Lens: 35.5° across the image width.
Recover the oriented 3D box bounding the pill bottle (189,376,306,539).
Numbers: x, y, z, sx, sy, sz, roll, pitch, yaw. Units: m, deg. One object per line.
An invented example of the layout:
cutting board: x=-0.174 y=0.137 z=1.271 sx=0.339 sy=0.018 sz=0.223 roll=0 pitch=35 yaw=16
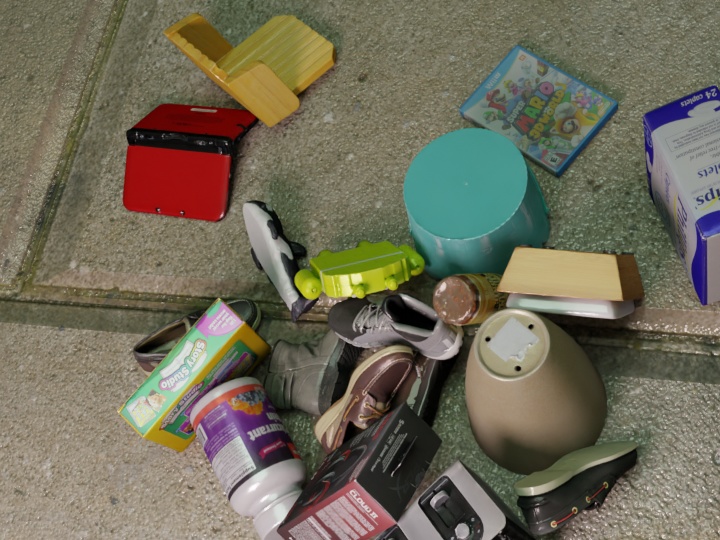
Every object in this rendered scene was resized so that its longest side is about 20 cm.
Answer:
pill bottle: x=-0.139 y=0.254 z=1.502 sx=0.110 sy=0.112 sz=0.202 roll=-32 pitch=67 yaw=0

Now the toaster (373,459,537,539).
toaster: x=0.112 y=0.340 z=1.340 sx=0.181 sy=0.200 sz=0.119 roll=-43 pitch=55 yaw=2

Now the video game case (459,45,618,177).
video game case: x=0.265 y=-0.242 z=1.687 sx=0.199 sy=0.018 sz=0.143 roll=37 pitch=80 yaw=31

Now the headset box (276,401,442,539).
headset box: x=0.005 y=0.261 z=1.381 sx=0.075 sy=0.200 sz=0.149 roll=44 pitch=43 yaw=-6

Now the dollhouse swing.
dollhouse swing: x=-0.170 y=-0.365 z=1.817 sx=0.176 sy=0.182 sz=0.200 roll=-49 pitch=53 yaw=0

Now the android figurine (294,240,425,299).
android figurine: x=0.000 y=0.000 z=1.562 sx=0.179 sy=0.042 sz=0.200 roll=-14 pitch=16 yaw=-12

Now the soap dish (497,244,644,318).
soap dish: x=0.275 y=0.012 z=1.441 sx=0.154 sy=0.199 sz=0.083 roll=5 pitch=92 yaw=22

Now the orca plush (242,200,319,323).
orca plush: x=-0.105 y=-0.025 z=1.671 sx=0.070 sy=0.106 sz=0.201 roll=-16 pitch=50 yaw=-27

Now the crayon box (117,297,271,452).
crayon box: x=-0.222 y=0.148 z=1.547 sx=0.058 sy=0.173 sz=0.201 roll=39 pitch=83 yaw=17

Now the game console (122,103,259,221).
game console: x=-0.277 y=-0.182 z=1.843 sx=0.196 sy=0.121 sz=0.173 roll=8 pitch=35 yaw=22

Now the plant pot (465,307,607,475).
plant pot: x=0.204 y=0.131 z=1.402 sx=0.184 sy=0.201 sz=0.190 roll=-8 pitch=60 yaw=15

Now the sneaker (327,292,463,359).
sneaker: x=0.032 y=0.056 z=1.468 sx=0.197 sy=0.116 sz=0.076 roll=8 pitch=71 yaw=26

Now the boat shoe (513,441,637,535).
boat shoe: x=0.266 y=0.257 z=1.359 sx=0.073 sy=0.199 sz=0.064 roll=-14 pitch=93 yaw=52

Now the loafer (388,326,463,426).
loafer: x=0.082 y=0.126 z=1.521 sx=0.070 sy=0.073 sz=0.203 roll=14 pitch=68 yaw=24

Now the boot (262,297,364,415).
boot: x=-0.067 y=0.109 z=1.590 sx=0.128 sy=0.068 sz=0.203 roll=7 pitch=64 yaw=27

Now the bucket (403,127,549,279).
bucket: x=0.158 y=-0.089 z=1.573 sx=0.203 sy=0.135 sz=0.211 roll=-7 pitch=61 yaw=13

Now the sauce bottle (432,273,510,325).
sauce bottle: x=0.164 y=0.034 z=1.472 sx=0.065 sy=0.199 sz=0.067 roll=2 pitch=94 yaw=31

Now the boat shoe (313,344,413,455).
boat shoe: x=0.012 y=0.182 z=1.477 sx=0.201 sy=0.071 sz=0.073 roll=-50 pitch=47 yaw=27

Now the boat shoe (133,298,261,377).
boat shoe: x=-0.241 y=0.096 z=1.654 sx=0.198 sy=0.065 sz=0.074 roll=-30 pitch=56 yaw=1

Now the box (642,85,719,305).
box: x=0.448 y=-0.093 z=1.445 sx=0.103 sy=0.185 sz=0.203 roll=-21 pitch=58 yaw=6
